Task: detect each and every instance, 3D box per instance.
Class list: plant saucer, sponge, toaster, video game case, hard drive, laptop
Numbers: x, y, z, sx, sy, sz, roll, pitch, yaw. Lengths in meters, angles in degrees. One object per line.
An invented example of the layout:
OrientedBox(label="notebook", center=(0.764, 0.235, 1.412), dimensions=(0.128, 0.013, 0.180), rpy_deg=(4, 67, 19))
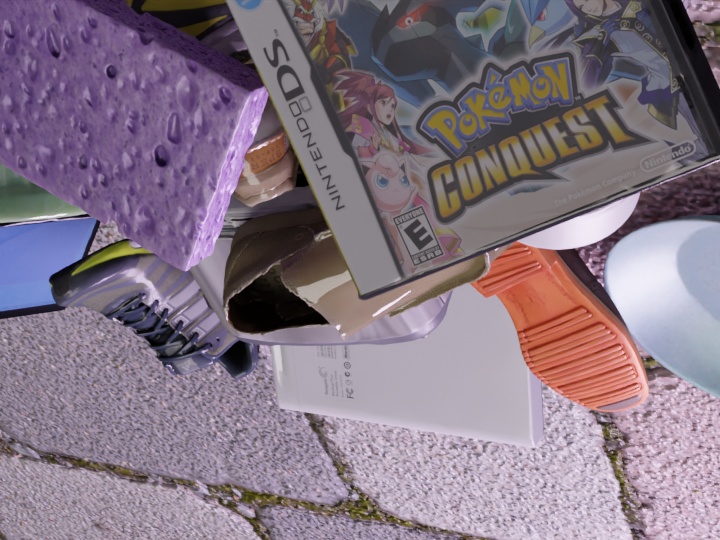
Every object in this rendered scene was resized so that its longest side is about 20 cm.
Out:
OrientedBox(label="plant saucer", center=(0.246, 0.022, 0.994), dimensions=(0.200, 0.039, 0.201), rpy_deg=(25, 153, 13))
OrientedBox(label="sponge", center=(-0.149, -0.094, 0.848), dimensions=(0.199, 0.030, 0.112), rpy_deg=(30, 123, 12))
OrientedBox(label="toaster", center=(-0.038, -0.030, 1.039), dimensions=(0.199, 0.114, 0.129), rpy_deg=(-1, 139, 30))
OrientedBox(label="video game case", center=(0.043, -0.100, 0.731), dimensions=(0.199, 0.025, 0.182), rpy_deg=(-22, 95, 34))
OrientedBox(label="hard drive", center=(0.028, 0.047, 1.144), dimensions=(0.199, 0.027, 0.133), rpy_deg=(6, 116, 26))
OrientedBox(label="laptop", center=(-0.222, -0.002, 1.117), dimensions=(0.176, 0.104, 0.199), rpy_deg=(-9, -168, -42))

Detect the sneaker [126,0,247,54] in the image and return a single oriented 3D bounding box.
OrientedBox(label="sneaker", center=(-0.092, -0.156, 0.891), dimensions=(0.199, 0.075, 0.085), rpy_deg=(-21, 122, 10))

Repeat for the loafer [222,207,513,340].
OrientedBox(label="loafer", center=(0.000, 0.000, 0.905), dimensions=(0.199, 0.068, 0.076), rpy_deg=(-15, 133, 43))

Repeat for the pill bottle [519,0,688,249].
OrientedBox(label="pill bottle", center=(0.102, -0.104, 0.830), dimensions=(0.113, 0.114, 0.201), rpy_deg=(14, 148, 13))

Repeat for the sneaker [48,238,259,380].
OrientedBox(label="sneaker", center=(-0.131, 0.028, 1.144), dimensions=(0.074, 0.081, 0.199), rpy_deg=(-26, 157, 34))

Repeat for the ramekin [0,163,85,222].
OrientedBox(label="ramekin", center=(-0.245, -0.088, 1.005), dimensions=(0.198, 0.098, 0.200), rpy_deg=(-1, -171, 0))

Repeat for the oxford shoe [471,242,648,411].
OrientedBox(label="oxford shoe", center=(0.125, 0.010, 1.031), dimensions=(0.071, 0.073, 0.200), rpy_deg=(-19, 126, 29))

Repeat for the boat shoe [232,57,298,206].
OrientedBox(label="boat shoe", center=(-0.076, -0.078, 0.937), dimensions=(0.200, 0.074, 0.069), rpy_deg=(-121, 7, -78))
